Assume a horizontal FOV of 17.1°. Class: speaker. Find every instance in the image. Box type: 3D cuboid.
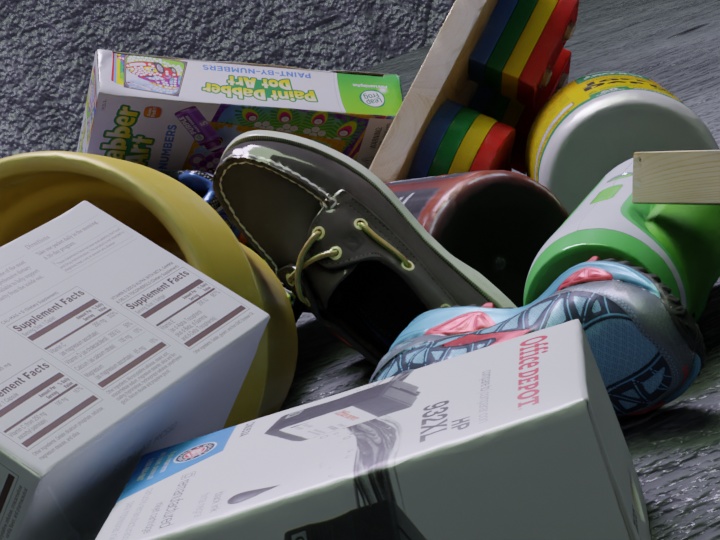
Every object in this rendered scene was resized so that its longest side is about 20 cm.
[{"bbox_3d":[0.144,-0.004,1.257,0.088,0.089,0.200,-16,10,21],"label":"speaker"}]

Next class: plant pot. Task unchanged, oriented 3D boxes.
[{"bbox_3d":[-0.127,0.041,1.275,0.200,0.201,0.189,-16,-5,19],"label":"plant pot"}]

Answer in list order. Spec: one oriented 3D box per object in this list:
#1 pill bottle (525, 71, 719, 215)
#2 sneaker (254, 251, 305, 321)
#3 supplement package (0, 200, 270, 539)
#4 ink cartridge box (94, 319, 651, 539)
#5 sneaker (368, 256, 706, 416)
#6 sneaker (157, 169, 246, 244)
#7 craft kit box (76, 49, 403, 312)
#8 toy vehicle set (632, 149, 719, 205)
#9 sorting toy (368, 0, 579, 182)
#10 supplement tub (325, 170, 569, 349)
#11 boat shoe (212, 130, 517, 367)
[{"bbox_3d":[0.160,-0.065,1.494,0.113,0.113,0.200,-19,9,4],"label":"pill bottle"},{"bbox_3d":[-0.067,0.011,1.494,0.083,0.072,0.200,-53,4,-4],"label":"sneaker"},{"bbox_3d":[-0.153,0.084,1.054,0.200,0.111,0.156,-34,-27,-59],"label":"supplement package"},{"bbox_3d":[0.007,0.099,0.948,0.200,0.084,0.145,-18,9,7],"label":"ink cartridge box"},{"bbox_3d":[0.075,0.060,1.131,0.200,0.079,0.096,-19,19,48],"label":"sneaker"},{"bbox_3d":[-0.169,-0.028,1.479,0.199,0.076,0.078,-16,-17,-4],"label":"sneaker"},{"bbox_3d":[-0.089,-0.053,1.563,0.197,0.200,0.049,5,48,-12],"label":"craft kit box"},{"bbox_3d":[0.251,-0.046,1.223,0.200,0.027,0.124,-1,2,-42],"label":"toy vehicle set"},{"bbox_3d":[0.077,-0.090,1.570,0.199,0.069,0.200,-63,-10,-18],"label":"sorting toy"},{"bbox_3d":[0.037,-0.002,1.392,0.107,0.107,0.200,-24,9,-25],"label":"supplement tub"},{"bbox_3d":[0.000,0.000,1.257,0.072,0.201,0.061,-58,-8,32],"label":"boat shoe"}]
